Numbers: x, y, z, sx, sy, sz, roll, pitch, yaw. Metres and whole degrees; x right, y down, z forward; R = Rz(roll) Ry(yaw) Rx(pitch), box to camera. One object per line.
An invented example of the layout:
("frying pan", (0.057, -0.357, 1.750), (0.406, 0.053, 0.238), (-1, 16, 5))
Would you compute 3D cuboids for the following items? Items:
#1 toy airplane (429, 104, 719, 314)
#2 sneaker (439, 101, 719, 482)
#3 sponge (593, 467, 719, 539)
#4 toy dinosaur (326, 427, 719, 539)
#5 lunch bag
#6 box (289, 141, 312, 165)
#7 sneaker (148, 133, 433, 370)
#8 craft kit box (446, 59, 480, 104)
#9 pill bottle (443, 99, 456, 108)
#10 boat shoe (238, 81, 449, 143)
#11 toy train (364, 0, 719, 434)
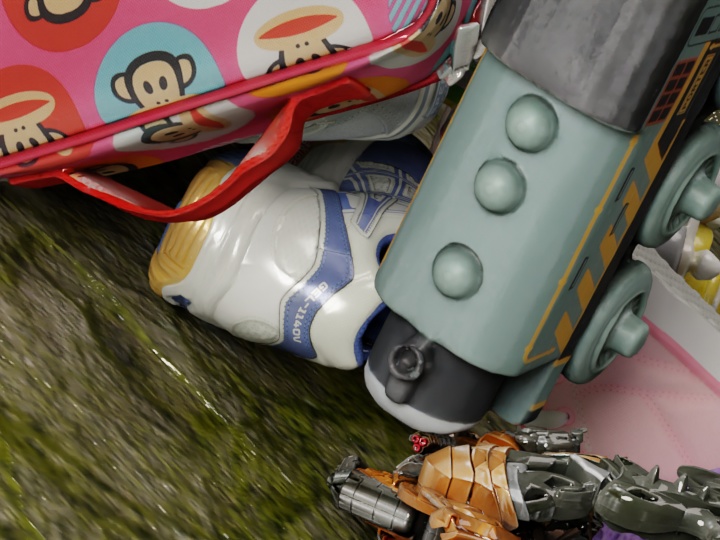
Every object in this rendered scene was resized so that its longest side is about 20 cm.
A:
("toy airplane", (0.118, -0.018, 1.261), (0.199, 0.141, 0.200), (30, 17, -41))
("sneaker", (0.080, 0.031, 1.038), (0.200, 0.105, 0.075), (44, 13, -18))
("sponge", (0.188, 0.097, 0.984), (0.111, 0.200, 0.030), (33, 49, -30))
("toy dinosaur", (0.051, 0.094, 0.832), (0.135, 0.103, 0.200), (19, 28, 1))
("lunch bag", (-0.061, -0.104, 0.841), (0.082, 0.199, 0.177), (5, 73, -71))
("box", (-0.068, -0.147, 1.241), (0.200, 0.096, 0.100), (41, 12, -4))
("sneaker", (0.000, 0.000, 0.967), (0.088, 0.076, 0.200), (30, 19, 14))
("craft kit box", (0.013, -0.113, 0.993), (0.199, 0.049, 0.198), (30, -7, -3))
("pill bottle", (0.022, -0.149, 1.141), (0.200, 0.109, 0.109), (37, 12, -6))
("boat shoe", (-0.065, -0.081, 0.934), (0.200, 0.071, 0.071), (9, 7, 36))
("toy train", (0.065, -0.037, 0.838), (0.085, 0.201, 0.114), (36, 23, 20))
